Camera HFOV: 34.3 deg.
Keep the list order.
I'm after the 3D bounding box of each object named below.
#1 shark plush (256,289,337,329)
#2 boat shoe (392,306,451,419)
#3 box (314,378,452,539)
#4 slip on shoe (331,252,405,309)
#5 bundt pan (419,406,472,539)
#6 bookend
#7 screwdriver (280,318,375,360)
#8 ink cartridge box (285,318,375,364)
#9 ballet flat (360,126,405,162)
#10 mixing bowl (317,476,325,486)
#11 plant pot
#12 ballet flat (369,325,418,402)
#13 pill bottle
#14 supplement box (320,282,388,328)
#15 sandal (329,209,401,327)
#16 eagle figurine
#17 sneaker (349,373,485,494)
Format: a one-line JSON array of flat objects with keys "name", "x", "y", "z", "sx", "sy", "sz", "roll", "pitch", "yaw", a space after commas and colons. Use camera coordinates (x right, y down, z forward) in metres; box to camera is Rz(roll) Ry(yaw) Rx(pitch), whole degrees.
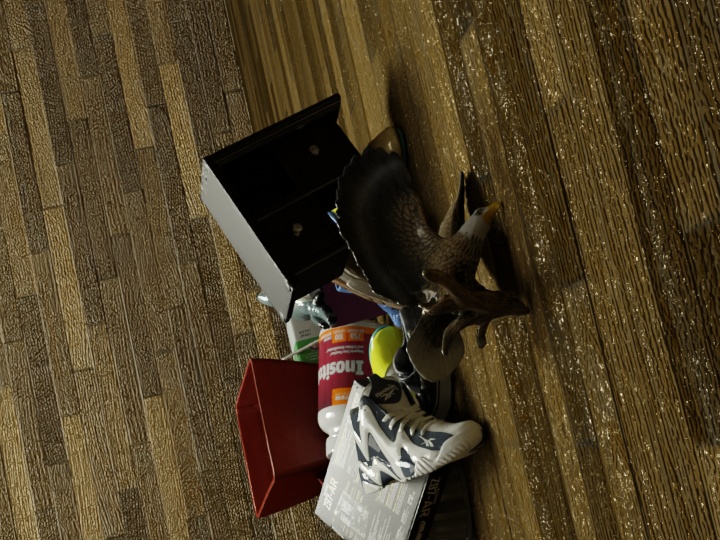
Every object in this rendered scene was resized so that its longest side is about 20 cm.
[{"name": "shark plush", "x": -0.063, "y": 0.045, "z": 1.642, "sx": 0.199, "sy": 0.091, "sz": 0.084, "roll": 1, "pitch": 126, "yaw": 60}, {"name": "boat shoe", "x": 0.072, "y": 0.114, "z": 1.426, "sx": 0.202, "sy": 0.067, "sz": 0.072, "roll": 87, "pitch": 168, "yaw": -48}, {"name": "box", "x": 0.030, "y": 0.262, "z": 1.473, "sx": 0.159, "sy": 0.043, "sz": 0.203, "roll": 31, "pitch": 113, "yaw": 40}, {"name": "slip on shoe", "x": -0.015, "y": -0.009, "z": 1.470, "sx": 0.076, "sy": 0.198, "sz": 0.061, "roll": 83, "pitch": -150, "yaw": -84}, {"name": "bundt pan", "x": 0.084, "y": 0.278, "z": 1.551, "sx": 0.202, "sy": 0.075, "sz": 0.205, "roll": 168, "pitch": 90, "yaw": -82}, {"name": "bookend", "x": -0.060, "y": -0.078, "z": 1.408, "sx": 0.201, "sy": 0.197, "sz": 0.092, "roll": 55, "pitch": 157, "yaw": 18}, {"name": "screwdriver", "x": -0.046, "y": 0.105, "z": 1.861, "sx": 0.029, "sy": 0.199, "sz": 0.028, "roll": 49, "pitch": -157, "yaw": -17}, {"name": "ink cartridge box", "x": -0.056, "y": 0.075, "z": 1.966, "sx": 0.083, "sy": 0.144, "sz": 0.202, "roll": 95, "pitch": 161, "yaw": -61}, {"name": "ballet flat", "x": 0.018, "y": -0.117, "z": 1.496, "sx": 0.200, "sy": 0.062, "sz": 0.070, "roll": 99, "pitch": 156, "yaw": -67}, {"name": "mixing bowl", "x": 0.033, "y": 0.367, "z": 1.794, "sx": 0.201, "sy": 0.108, "sz": 0.200, "roll": 51, "pitch": 170, "yaw": 12}, {"name": "plant pot", "x": -0.089, "y": 0.261, "z": 1.881, "sx": 0.200, "sy": 0.174, "sz": 0.202, "roll": 113, "pitch": 147, "yaw": -58}, {"name": "ballet flat", "x": 0.058, "y": 0.162, "z": 1.655, "sx": 0.067, "sy": 0.066, "sz": 0.202, "roll": 42, "pitch": 152, "yaw": 38}, {"name": "pill bottle", "x": -0.009, "y": 0.185, "z": 1.779, "sx": 0.113, "sy": 0.111, "sz": 0.203, "roll": 97, "pitch": 173, "yaw": -65}, {"name": "supplement box", "x": -0.017, "y": 0.021, "z": 1.754, "sx": 0.200, "sy": 0.109, "sz": 0.087, "roll": -151, "pitch": 48, "yaw": -79}, {"name": "sandal", "x": 0.000, "y": 0.000, "z": 1.553, "sx": 0.201, "sy": 0.087, "sz": 0.079, "roll": 54, "pitch": 175, "yaw": -20}, {"name": "eagle figurine", "x": 0.073, "y": -0.016, "z": 1.084, "sx": 0.200, "sy": 0.149, "sz": 0.153, "roll": 51, "pitch": 164, "yaw": 50}, {"name": "sneaker", "x": 0.053, "y": 0.174, "z": 1.359, "sx": 0.199, "sy": 0.079, "sz": 0.131, "roll": -33, "pitch": 76, "yaw": 52}]
